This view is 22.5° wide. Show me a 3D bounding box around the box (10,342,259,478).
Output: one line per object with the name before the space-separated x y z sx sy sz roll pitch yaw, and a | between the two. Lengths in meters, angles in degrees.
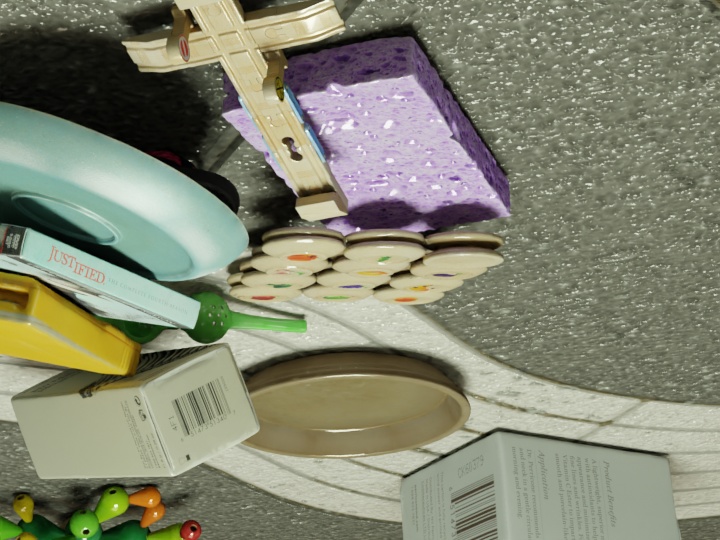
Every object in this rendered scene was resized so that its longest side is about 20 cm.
box | -0.162 0.101 1.279 0.082 0.068 0.200 -26 -170 -37

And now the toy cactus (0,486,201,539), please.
toy cactus | -0.256 0.257 1.704 0.200 0.102 0.165 -6 167 -14

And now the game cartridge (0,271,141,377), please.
game cartridge | -0.248 0.025 1.144 0.176 0.032 0.200 10 171 13

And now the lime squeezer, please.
lime squeezer | -0.134 0.031 1.272 0.200 0.038 0.071 0 -173 -8

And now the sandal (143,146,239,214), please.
sandal | -0.124 -0.043 1.086 0.075 0.045 0.200 24 163 -16

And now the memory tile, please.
memory tile | 0.000 0.000 1.168 0.153 0.017 0.200 1 169 -12

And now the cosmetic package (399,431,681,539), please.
cosmetic package | 0.164 0.256 1.644 0.200 0.165 0.165 13 152 -29

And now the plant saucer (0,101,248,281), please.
plant saucer | -0.161 -0.039 1.013 0.200 0.027 0.200 18 164 5

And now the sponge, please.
sponge | 0.009 -0.069 1.050 0.112 0.030 0.200 -10 155 17

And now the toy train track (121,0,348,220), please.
toy train track | -0.052 -0.084 0.945 0.115 0.033 0.200 -9 141 18

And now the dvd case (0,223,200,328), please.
dvd case | -0.215 -0.003 1.098 0.200 0.022 0.146 5 166 39

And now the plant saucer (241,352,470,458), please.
plant saucer | -0.012 0.108 1.454 0.200 0.029 0.200 -2 157 -1
